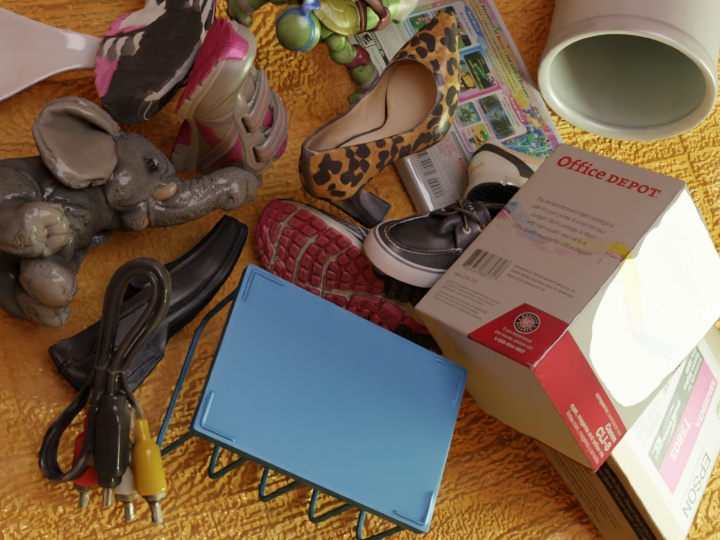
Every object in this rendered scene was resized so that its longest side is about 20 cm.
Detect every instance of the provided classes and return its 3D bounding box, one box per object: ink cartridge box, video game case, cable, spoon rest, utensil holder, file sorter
[{"bbox_3d":[0.178,0.025,1.215,0.200,0.145,0.145,-47,130,-14],"label":"ink cartridge box"},{"bbox_3d":[0.252,0.122,1.312,0.165,0.075,0.201,52,53,-35],"label":"ink cartridge box"},{"bbox_3d":[0.088,-0.162,1.404,0.181,0.024,0.201,-21,81,-32],"label":"video game case"},{"bbox_3d":[-0.184,0.087,1.106,0.096,0.050,0.202,7,93,17],"label":"cable"},{"bbox_3d":[-0.274,-0.169,1.193,0.199,0.061,0.100,2,71,-28],"label":"spoon rest"},{"bbox_3d":[0.270,-0.256,1.450,0.169,0.170,0.201,24,61,-18],"label":"utensil holder"},{"bbox_3d":[-0.041,0.114,1.172,0.199,0.123,0.140,26,62,-17],"label":"file sorter"}]

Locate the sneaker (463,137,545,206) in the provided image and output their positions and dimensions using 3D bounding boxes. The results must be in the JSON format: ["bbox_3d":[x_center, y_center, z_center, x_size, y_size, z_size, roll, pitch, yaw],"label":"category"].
[{"bbox_3d":[0.183,-0.061,1.361,0.199,0.074,0.080,25,41,-23],"label":"sneaker"}]

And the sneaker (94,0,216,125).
[{"bbox_3d":[-0.153,-0.178,1.225,0.080,0.087,0.201,9,45,13],"label":"sneaker"}]

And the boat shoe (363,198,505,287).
[{"bbox_3d":[0.092,-0.030,1.257,0.199,0.066,0.070,3,41,-37],"label":"boat shoe"}]

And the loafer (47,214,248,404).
[{"bbox_3d":[-0.162,0.020,1.175,0.072,0.073,0.200,40,57,-5],"label":"loafer"}]

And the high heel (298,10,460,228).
[{"bbox_3d":[0.019,-0.141,1.219,0.071,0.142,0.201,22,85,27],"label":"high heel"}]

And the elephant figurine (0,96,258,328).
[{"bbox_3d":[-0.210,-0.060,1.150,0.200,0.141,0.156,-47,118,-30],"label":"elephant figurine"}]

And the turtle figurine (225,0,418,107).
[{"bbox_3d":[-0.042,-0.203,1.304,0.143,0.201,0.194,16,36,20],"label":"turtle figurine"}]

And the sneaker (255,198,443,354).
[{"bbox_3d":[0.000,0.000,1.273,0.199,0.081,0.075,31,31,-13],"label":"sneaker"}]

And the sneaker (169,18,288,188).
[{"bbox_3d":[-0.095,-0.127,1.180,0.088,0.200,0.082,20,69,-2],"label":"sneaker"}]
